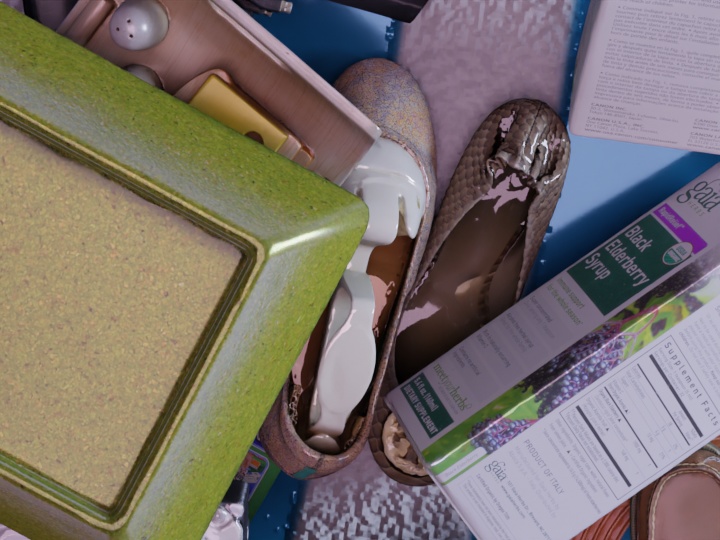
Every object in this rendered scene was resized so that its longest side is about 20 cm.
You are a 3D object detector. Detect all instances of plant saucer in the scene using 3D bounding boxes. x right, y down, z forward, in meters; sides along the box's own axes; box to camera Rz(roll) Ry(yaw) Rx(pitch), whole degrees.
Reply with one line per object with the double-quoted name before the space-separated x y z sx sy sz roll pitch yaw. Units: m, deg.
"plant saucer" -0.127 0.016 0.994 0.199 0.048 0.200 28 96 0

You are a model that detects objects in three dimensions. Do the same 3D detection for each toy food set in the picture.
"toy food set" -0.104 -0.032 1.035 0.143 0.060 0.200 39 104 -1

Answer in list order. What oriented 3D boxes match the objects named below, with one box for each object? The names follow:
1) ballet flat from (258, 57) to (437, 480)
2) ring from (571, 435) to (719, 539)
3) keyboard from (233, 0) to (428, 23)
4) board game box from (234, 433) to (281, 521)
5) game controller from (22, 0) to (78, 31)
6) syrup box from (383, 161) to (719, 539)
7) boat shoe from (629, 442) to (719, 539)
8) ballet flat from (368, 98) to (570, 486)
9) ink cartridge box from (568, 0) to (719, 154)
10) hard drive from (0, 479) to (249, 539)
"ballet flat" 0.000 0.000 1.091 0.068 0.067 0.201 9 89 -10
"ring" 0.186 0.163 1.173 0.199 0.019 0.202 0 104 1
"keyboard" -0.054 -0.163 1.062 0.199 0.040 0.105 14 80 -7
"board game box" -0.114 0.028 1.144 0.199 0.029 0.135 29 104 -5
"game controller" -0.096 -0.071 1.098 0.104 0.042 0.201 -9 94 -18
"syrup box" 0.120 0.044 1.091 0.200 0.079 0.082 -36 117 2
"boat shoe" 0.176 0.180 1.133 0.072 0.068 0.201 -14 102 7
"ballet flat" 0.051 0.014 1.125 0.067 0.046 0.201 21 104 -3
"ink cartridge box" 0.183 -0.119 1.025 0.160 0.050 0.200 8 147 0
"hard drive" -0.123 0.190 1.067 0.139 0.038 0.201 4 104 1
